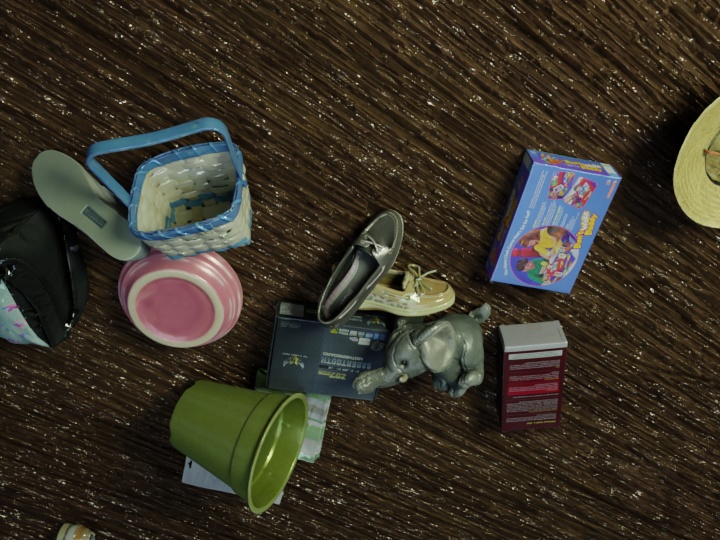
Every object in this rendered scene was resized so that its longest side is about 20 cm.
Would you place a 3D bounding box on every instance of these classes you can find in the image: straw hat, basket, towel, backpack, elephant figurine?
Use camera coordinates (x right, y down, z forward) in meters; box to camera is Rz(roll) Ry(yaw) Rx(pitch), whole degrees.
[{"bbox_3d":[0.500,-0.168,0.866,0.197,0.086,0.205,-2,119,-3],"label":"straw hat"},{"bbox_3d":[-0.234,-0.109,0.835,0.173,0.142,0.201,-9,153,4],"label":"basket"},{"bbox_3d":[-0.133,0.273,1.177,0.146,0.031,0.203,8,123,-8],"label":"towel"},{"bbox_3d":[-0.490,0.014,0.935,0.124,0.168,0.203,8,129,17],"label":"backpack"},{"bbox_3d":[0.099,0.121,1.003,0.198,0.158,0.141,22,144,-34],"label":"elephant figurine"}]

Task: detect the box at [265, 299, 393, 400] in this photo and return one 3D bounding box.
[{"bbox_3d":[-0.055,0.137,1.076,0.196,0.051,0.160,9,124,-8],"label":"box"}]

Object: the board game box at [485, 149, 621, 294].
[{"bbox_3d":[0.281,-0.068,0.950,0.132,0.045,0.203,9,123,-7],"label":"board game box"}]

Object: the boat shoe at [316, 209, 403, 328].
[{"bbox_3d":[0.000,0.000,0.940,0.066,0.057,0.202,33,96,11],"label":"boat shoe"}]

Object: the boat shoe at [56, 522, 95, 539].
[{"bbox_3d":[-0.604,0.632,1.378,0.067,0.075,0.203,6,123,1],"label":"boat shoe"}]

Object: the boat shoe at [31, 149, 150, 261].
[{"bbox_3d":[-0.377,-0.085,0.900,0.200,0.072,0.070,43,85,3],"label":"boat shoe"}]

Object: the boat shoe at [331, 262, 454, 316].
[{"bbox_3d":[0.050,0.025,0.991,0.196,0.074,0.064,2,118,2],"label":"boat shoe"}]

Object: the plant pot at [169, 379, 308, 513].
[{"bbox_3d":[-0.214,0.274,1.083,0.187,0.200,0.203,17,126,18],"label":"plant pot"}]

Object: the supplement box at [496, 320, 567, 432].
[{"bbox_3d":[0.295,0.188,1.112,0.106,0.061,0.203,-5,123,3],"label":"supplement box"}]

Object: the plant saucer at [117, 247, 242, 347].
[{"bbox_3d":[-0.288,0.049,1.013,0.196,0.051,0.204,-1,124,-1],"label":"plant saucer"}]

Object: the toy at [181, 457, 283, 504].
[{"bbox_3d":[-0.238,0.383,1.237,0.196,0.048,0.117,17,122,-4],"label":"toy"}]
